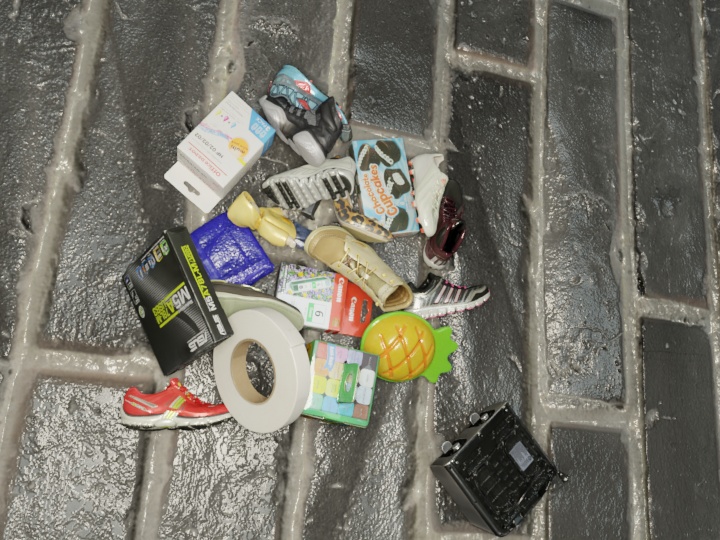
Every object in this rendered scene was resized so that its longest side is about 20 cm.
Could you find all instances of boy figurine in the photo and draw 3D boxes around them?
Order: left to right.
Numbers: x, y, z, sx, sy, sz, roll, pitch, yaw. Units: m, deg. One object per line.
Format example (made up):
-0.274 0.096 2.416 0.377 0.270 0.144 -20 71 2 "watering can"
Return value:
-0.152 -0.088 1.168 0.197 0.125 0.065 24 115 -22 "boy figurine"

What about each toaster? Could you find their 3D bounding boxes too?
0.256 0.377 1.175 0.180 0.119 0.201 -38 90 -20 "toaster"

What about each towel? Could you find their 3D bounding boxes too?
-0.271 -0.011 1.142 0.198 0.049 0.149 -35 90 -21 "towel"

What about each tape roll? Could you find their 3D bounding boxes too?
-0.165 0.163 1.025 0.037 0.201 0.207 -9 78 -53 "tape roll"

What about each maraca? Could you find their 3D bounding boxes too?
0.093 0.149 1.184 0.196 0.107 0.140 12 104 -18 "maraca"

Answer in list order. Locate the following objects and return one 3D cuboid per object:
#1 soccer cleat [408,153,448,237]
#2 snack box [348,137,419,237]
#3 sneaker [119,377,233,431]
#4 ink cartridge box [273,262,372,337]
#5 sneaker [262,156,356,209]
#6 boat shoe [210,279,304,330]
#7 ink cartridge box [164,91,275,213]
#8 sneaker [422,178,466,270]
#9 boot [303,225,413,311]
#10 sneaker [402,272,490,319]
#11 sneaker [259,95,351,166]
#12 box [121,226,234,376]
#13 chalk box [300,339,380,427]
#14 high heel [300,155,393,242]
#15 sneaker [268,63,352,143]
0.143 -0.161 1.261 0.076 0.070 0.204 -12 56 15 "soccer cleat"
0.047 -0.169 1.282 0.114 0.037 0.205 -7 80 -18 "snack box"
-0.306 0.227 1.064 0.195 0.077 0.087 4 71 -16 "sneaker"
-0.066 0.060 1.186 0.195 0.050 0.112 11 75 -13 "ink cartridge box"
-0.095 -0.171 1.190 0.196 0.076 0.082 -4 44 23 "sneaker"
-0.194 0.060 1.095 0.197 0.073 0.061 14 29 -17 "boat shoe"
-0.267 -0.223 1.182 0.115 0.068 0.201 39 70 -5 "ink cartridge box"
0.190 -0.107 1.270 0.074 0.115 0.205 15 74 -13 "sneaker"
0.000 0.000 1.133 0.073 0.156 0.199 -52 140 11 "boot"
0.168 0.043 1.250 0.195 0.074 0.090 -12 87 -14 "sneaker"
-0.102 -0.290 1.183 0.113 0.076 0.200 -40 62 -10 "sneaker"
-0.310 0.057 1.038 0.047 0.199 0.197 -17 81 -46 "box"
-0.047 0.198 1.081 0.121 0.200 0.128 15 73 -13 "chalk box"
-0.006 -0.143 1.221 0.196 0.072 0.145 22 75 12 "high heel"
-0.104 -0.317 1.262 0.199 0.079 0.096 42 84 2 "sneaker"
